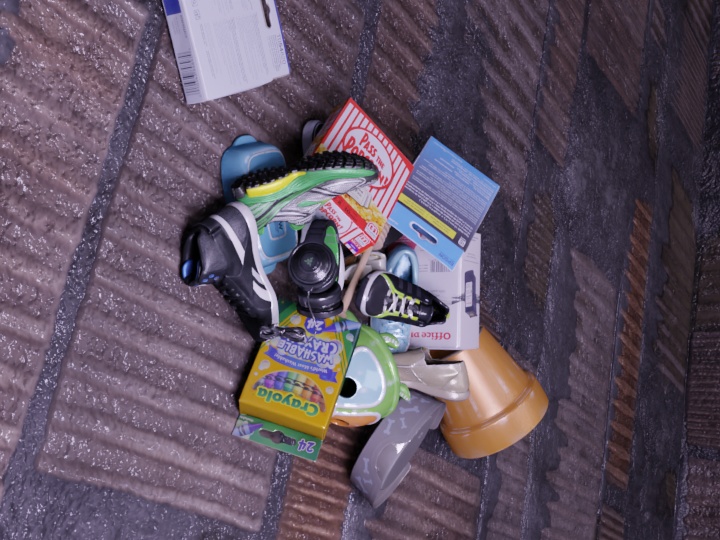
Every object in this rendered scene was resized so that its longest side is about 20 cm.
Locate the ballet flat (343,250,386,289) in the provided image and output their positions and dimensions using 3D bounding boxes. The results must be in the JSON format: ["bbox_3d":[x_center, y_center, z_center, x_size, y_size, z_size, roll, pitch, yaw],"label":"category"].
[{"bbox_3d":[-0.001,0.000,1.597,0.200,0.068,0.068,-23,108,-55],"label":"ballet flat"}]

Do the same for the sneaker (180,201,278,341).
[{"bbox_3d":[-0.181,0.019,1.334,0.112,0.073,0.201,-30,116,-39],"label":"sneaker"}]

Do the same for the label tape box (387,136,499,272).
[{"bbox_3d":[0.119,-0.097,1.606,0.143,0.066,0.200,35,56,-5],"label":"label tape box"}]

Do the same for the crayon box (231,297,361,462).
[{"bbox_3d":[-0.088,0.149,1.401,0.052,0.125,0.201,100,8,-61],"label":"crayon box"}]

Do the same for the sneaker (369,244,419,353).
[{"bbox_3d":[0.055,0.056,1.644,0.082,0.074,0.201,105,-11,-88],"label":"sneaker"}]

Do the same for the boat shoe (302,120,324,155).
[{"bbox_3d":[-0.028,-0.144,1.564,0.072,0.068,0.201,-49,128,-46],"label":"boat shoe"}]

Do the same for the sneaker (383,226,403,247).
[{"bbox_3d":[0.092,-0.102,1.675,0.200,0.115,0.075,-57,137,-57],"label":"sneaker"}]

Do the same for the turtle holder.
[{"bbox_3d":[-0.018,0.145,1.502,0.131,0.141,0.186,-19,117,-39],"label":"turtle holder"}]

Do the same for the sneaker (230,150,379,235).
[{"bbox_3d":[-0.070,-0.107,1.365,0.078,0.199,0.086,-108,-176,-65],"label":"sneaker"}]

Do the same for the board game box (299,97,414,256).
[{"bbox_3d":[-0.012,-0.141,1.492,0.151,0.046,0.200,45,43,-18],"label":"board game box"}]

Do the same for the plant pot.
[{"bbox_3d":[0.208,0.204,1.817,0.184,0.200,0.200,58,41,-13],"label":"plant pot"}]

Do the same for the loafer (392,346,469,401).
[{"bbox_3d":[0.082,0.152,1.605,0.076,0.199,0.069,-16,119,-78],"label":"loafer"}]

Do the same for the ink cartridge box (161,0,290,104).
[{"bbox_3d":[-0.184,-0.341,1.361,0.200,0.040,0.201,-32,114,-53],"label":"ink cartridge box"}]

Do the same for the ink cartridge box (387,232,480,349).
[{"bbox_3d":[0.123,0.035,1.715,0.084,0.144,0.201,10,80,-57],"label":"ink cartridge box"}]

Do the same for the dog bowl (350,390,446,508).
[{"bbox_3d":[0.057,0.277,1.598,0.200,0.059,0.200,-51,164,-20],"label":"dog bowl"}]

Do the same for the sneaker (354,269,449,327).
[{"bbox_3d":[0.073,0.047,1.534,0.200,0.083,0.072,11,95,-54],"label":"sneaker"}]

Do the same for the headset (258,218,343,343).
[{"bbox_3d":[-0.074,0.018,1.370,0.124,0.093,0.201,81,16,-44],"label":"headset"}]

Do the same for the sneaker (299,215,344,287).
[{"bbox_3d":[-0.054,-0.060,1.504,0.088,0.075,0.201,-14,90,-64],"label":"sneaker"}]

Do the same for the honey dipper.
[{"bbox_3d":[0.000,0.000,1.516,0.038,0.038,0.201,55,44,-40],"label":"honey dipper"}]

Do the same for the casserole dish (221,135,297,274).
[{"bbox_3d":[-0.137,-0.092,1.423,0.121,0.039,0.201,-23,108,-54],"label":"casserole dish"}]
